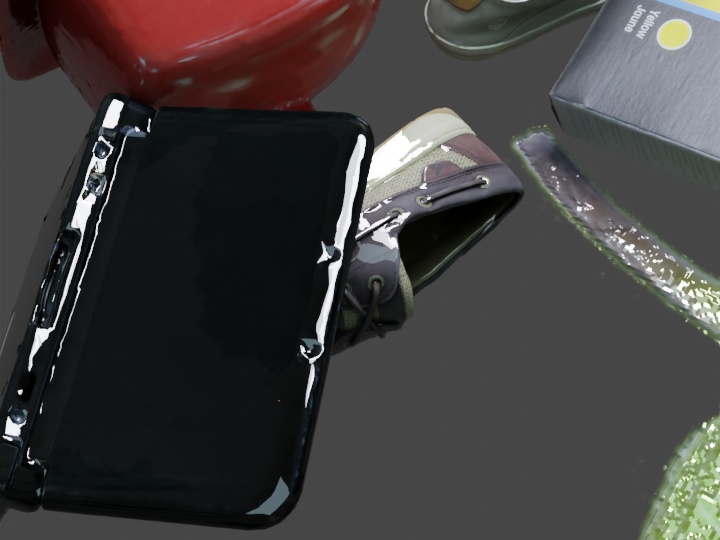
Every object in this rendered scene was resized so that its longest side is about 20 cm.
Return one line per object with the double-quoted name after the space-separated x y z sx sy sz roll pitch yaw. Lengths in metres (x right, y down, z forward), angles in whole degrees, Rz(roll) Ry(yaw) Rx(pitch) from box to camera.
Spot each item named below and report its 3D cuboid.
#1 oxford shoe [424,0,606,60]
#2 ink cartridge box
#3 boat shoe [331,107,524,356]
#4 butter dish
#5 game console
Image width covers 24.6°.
0.121 -0.180 0.896 0.199 0.058 0.075 -30 59 -18 "oxford shoe"
0.225 -0.125 0.816 0.199 0.047 0.198 24 75 33 "ink cartridge box"
0.000 0.000 0.779 0.065 0.072 0.200 34 59 26 "boat shoe"
-0.064 -0.117 0.810 0.199 0.200 0.148 -29 83 -14 "butter dish"
-0.092 0.033 0.730 0.116 0.176 0.201 21 57 -14 "game console"
